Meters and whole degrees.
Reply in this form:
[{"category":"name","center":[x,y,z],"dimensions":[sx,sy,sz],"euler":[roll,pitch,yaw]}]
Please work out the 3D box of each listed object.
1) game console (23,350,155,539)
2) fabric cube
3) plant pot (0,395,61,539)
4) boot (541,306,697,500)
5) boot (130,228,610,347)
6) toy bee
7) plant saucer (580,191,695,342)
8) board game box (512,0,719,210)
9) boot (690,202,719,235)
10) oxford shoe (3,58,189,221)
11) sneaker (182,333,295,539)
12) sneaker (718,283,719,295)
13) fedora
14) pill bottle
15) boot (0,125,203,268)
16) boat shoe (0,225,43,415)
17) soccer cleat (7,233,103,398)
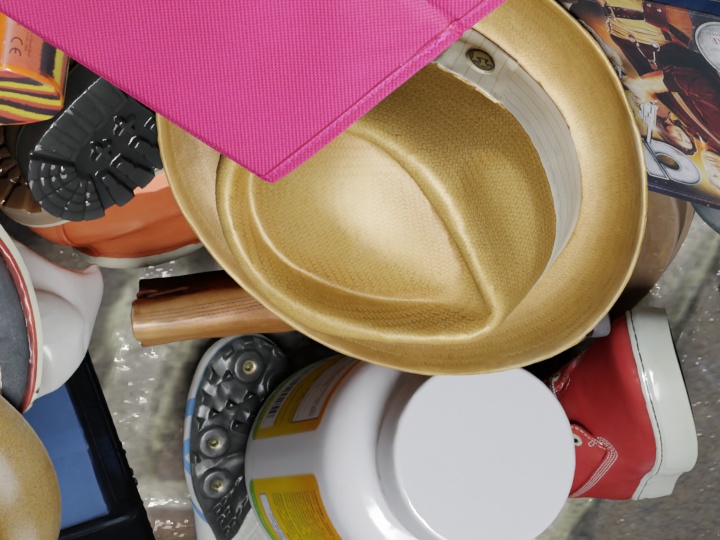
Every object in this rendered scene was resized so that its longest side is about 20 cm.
[{"category":"game console","center":[-0.196,0.066,1.141],"dimensions":[0.172,0.200,0.119],"euler":[-18,127,-7]},{"category":"fabric cube","center":[-0.044,-0.188,0.866],"dimensions":[0.199,0.197,0.200],"euler":[31,125,-34]},{"category":"plant pot","center":[-0.215,0.103,1.008],"dimensions":[0.199,0.028,0.200],"euler":[-3,132,-3]},{"category":"boot","center":[0.088,0.078,1.301],"dimensions":[0.144,0.073,0.200],"euler":[-7,159,-3]},{"category":"boot","center":[0.000,0.000,1.122],"dimensions":[0.199,0.188,0.069],"euler":[-5,97,-7]},{"category":"toy bee","center":[-0.183,-0.082,1.048],"dimensions":[0.109,0.200,0.131],"euler":[26,87,-57]},{"category":"plant saucer","center":[0.066,-0.015,1.244],"dimensions":[0.199,0.030,0.200],"euler":[-7,141,-6]},{"category":"board game box","center":[0.106,-0.081,1.021],"dimensions":[0.035,0.200,0.136],"euler":[-55,136,-19]},{"category":"boot","center":[0.186,-0.084,1.152],"dimensions":[0.203,0.074,0.154],"euler":[22,124,-40]},{"category":"oxford shoe","center":[-0.070,-0.115,1.060],"dimensions":[0.200,0.084,0.073],"euler":[-39,132,1]},{"category":"sneaker","center":[-0.058,0.110,1.335],"dimensions":[0.072,0.073,0.200],"euler":[-20,128,-17]},{"category":"sneaker","center":[0.272,0.001,1.280],"dimensions":[0.199,0.078,0.140],"euler":[-21,141,9]},{"category":"fedora","center":[0.009,-0.028,0.995],"dimensions":[0.200,0.082,0.201],"euler":[7,121,12]},{"category":"pill bottle","center":[0.024,0.087,1.191],"dimensions":[0.111,0.111,0.200],"euler":[2,174,-17]},{"category":"boot","center":[-0.056,-0.061,1.135],"dimensions":[0.199,0.075,0.107],"euler":[-20,153,8]},{"category":"boat shoe","center":[-0.177,-0.018,0.967],"dimensions":[0.071,0.063,0.200],"euler":[-7,117,22]},{"category":"soccer cleat","center":[-0.208,0.000,1.138],"dimensions":[0.199,0.078,0.069],"euler":[20,135,9]}]
